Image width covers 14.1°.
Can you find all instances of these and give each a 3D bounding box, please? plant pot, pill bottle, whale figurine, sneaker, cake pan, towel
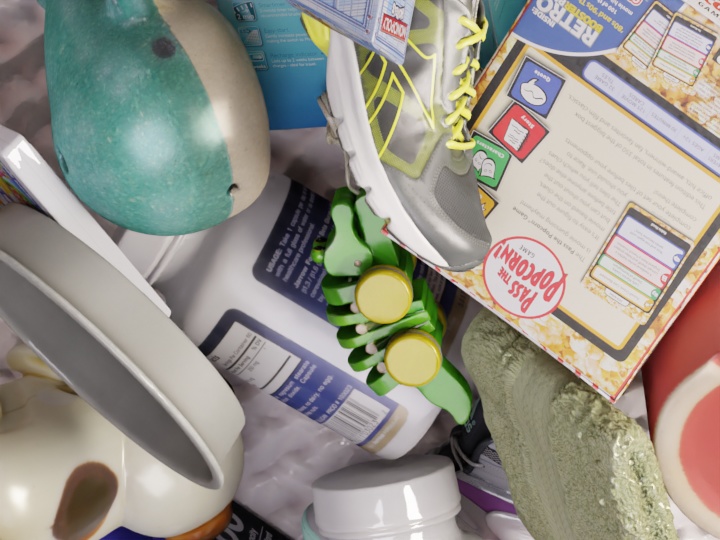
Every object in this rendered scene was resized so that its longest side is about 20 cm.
[{"bbox_3d":[0.233,0.044,1.536,0.199,0.178,0.201,7,127,9],"label":"plant pot"},{"bbox_3d":[0.029,0.210,1.635,0.112,0.112,0.201,-7,97,18],"label":"pill bottle"},{"bbox_3d":[-0.130,-0.103,1.512,0.200,0.103,0.159,52,158,27],"label":"whale figurine"},{"bbox_3d":[0.059,0.106,1.693,0.199,0.078,0.140,-4,123,5],"label":"sneaker"},{"bbox_3d":[0.028,-0.098,1.408,0.084,0.074,0.201,-22,92,19],"label":"sneaker"},{"bbox_3d":[-0.040,0.012,1.619,0.199,0.111,0.111,31,127,-9],"label":"pill bottle"},{"bbox_3d":[-0.137,0.036,1.539,0.200,0.037,0.200,39,166,12],"label":"cake pan"},{"bbox_3d":[0.119,0.120,1.556,0.036,0.148,0.200,-34,137,-16],"label":"towel"}]

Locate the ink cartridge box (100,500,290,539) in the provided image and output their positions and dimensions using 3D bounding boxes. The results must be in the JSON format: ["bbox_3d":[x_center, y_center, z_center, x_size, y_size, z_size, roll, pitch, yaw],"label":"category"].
[{"bbox_3d":[-0.085,0.217,1.726,0.200,0.198,0.043,33,121,-12],"label":"ink cartridge box"}]

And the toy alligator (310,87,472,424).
[{"bbox_3d":[0.000,0.000,1.528,0.054,0.059,0.201,-20,111,13],"label":"toy alligator"}]

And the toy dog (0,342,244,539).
[{"bbox_3d":[-0.165,0.107,1.683,0.199,0.194,0.140,-8,106,-25],"label":"toy dog"}]

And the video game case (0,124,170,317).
[{"bbox_3d":[-0.195,-0.044,1.580,0.200,0.018,0.143,26,159,52],"label":"video game case"}]

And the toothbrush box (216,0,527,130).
[{"bbox_3d":[-0.002,-0.179,1.487,0.146,0.085,0.201,-4,125,16],"label":"toothbrush box"}]

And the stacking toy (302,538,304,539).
[{"bbox_3d":[0.047,0.219,1.750,0.199,0.146,0.146,30,128,7],"label":"stacking toy"}]

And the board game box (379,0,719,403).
[{"bbox_3d":[0.123,-0.056,1.443,0.151,0.046,0.200,37,119,6],"label":"board game box"}]

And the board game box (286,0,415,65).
[{"bbox_3d":[-0.040,-0.195,1.371,0.199,0.062,0.201,-5,82,15],"label":"board game box"}]
